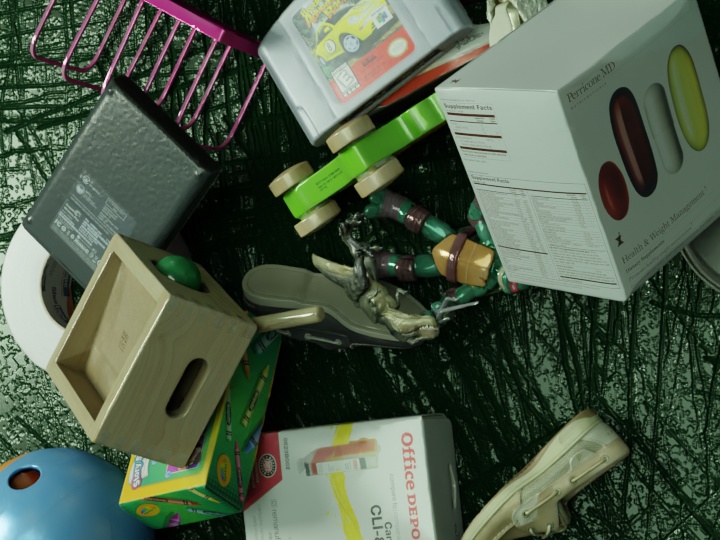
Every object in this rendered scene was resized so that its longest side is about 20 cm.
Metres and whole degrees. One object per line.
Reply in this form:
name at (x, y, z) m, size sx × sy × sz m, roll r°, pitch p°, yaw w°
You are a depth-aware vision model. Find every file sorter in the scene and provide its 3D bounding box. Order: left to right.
file sorter at (-0.215, -0.222, 1.622) m, size 0.200 × 0.139 × 0.125 m, roll 30°, pitch 99°, yaw 19°

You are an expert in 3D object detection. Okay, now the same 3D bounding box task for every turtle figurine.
turtle figurine at (0.093, -0.011, 1.522) m, size 0.200 × 0.101 × 0.150 m, roll 17°, pitch 86°, yaw 33°

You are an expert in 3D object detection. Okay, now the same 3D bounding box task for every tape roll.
tape roll at (-0.277, 0.016, 1.670) m, size 0.200 × 0.066 × 0.200 m, roll -1°, pitch 88°, yaw 20°

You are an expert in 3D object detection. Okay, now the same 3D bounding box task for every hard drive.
hard drive at (-0.240, -0.074, 1.573) m, size 0.140 × 0.033 × 0.200 m, roll 44°, pitch 119°, yaw 10°

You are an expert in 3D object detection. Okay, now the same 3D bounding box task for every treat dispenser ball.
treat dispenser ball at (-0.307, 0.279, 1.595) m, size 0.201 × 0.201 × 0.201 m, roll -1°, pitch 87°, yaw 20°

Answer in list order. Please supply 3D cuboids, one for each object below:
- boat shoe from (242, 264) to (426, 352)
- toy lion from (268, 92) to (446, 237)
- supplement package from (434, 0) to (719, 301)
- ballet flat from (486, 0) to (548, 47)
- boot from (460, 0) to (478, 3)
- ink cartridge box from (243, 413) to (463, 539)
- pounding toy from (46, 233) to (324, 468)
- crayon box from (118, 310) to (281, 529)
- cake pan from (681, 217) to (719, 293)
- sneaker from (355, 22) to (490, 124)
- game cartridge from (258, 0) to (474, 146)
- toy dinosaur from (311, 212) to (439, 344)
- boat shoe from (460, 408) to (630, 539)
boat shoe at (-0.023, 0.047, 1.593) m, size 0.200 × 0.073 × 0.063 m, roll 13°, pitch 135°, yaw 15°
toy lion at (0.031, -0.125, 1.524) m, size 0.069 × 0.192 × 0.200 m, roll 57°, pitch 146°, yaw -2°
supplement package at (0.206, -0.114, 1.369) m, size 0.147 × 0.191 × 0.200 m, roll 10°, pitch 131°, yaw 50°
ballet flat at (0.147, -0.174, 1.471) m, size 0.072 × 0.072 × 0.200 m, roll -10°, pitch 85°, yaw 19°
boot at (0.116, -0.322, 1.557) m, size 0.200 × 0.075 × 0.097 m, roll 2°, pitch 70°, yaw 19°
ink cartridge box at (-0.010, 0.221, 1.554) m, size 0.200 × 0.083 × 0.145 m, roll -9°, pitch 84°, yaw 19°
pounding toy at (-0.169, 0.068, 1.498) m, size 0.200 × 0.142 × 0.184 m, roll -61°, pitch 35°, yaw 9°
crayon box at (-0.156, 0.147, 1.558) m, size 0.119 × 0.058 × 0.200 m, roll -17°, pitch 47°, yaw 36°
cake pan at (0.382, -0.065, 1.454) m, size 0.200 × 0.037 × 0.200 m, roll -1°, pitch 87°, yaw 20°
sneaker at (0.060, -0.231, 1.562) m, size 0.201 × 0.067 × 0.108 m, roll -25°, pitch 82°, yaw 19°
game cartridge at (-0.002, -0.230, 1.537) m, size 0.200 × 0.041 × 0.133 m, roll -36°, pitch 73°, yaw 21°
toy dinosaur at (0.000, 0.000, 1.515) m, size 0.200 × 0.047 × 0.088 m, roll 38°, pitch 140°, yaw 45°
boat shoe at (0.170, 0.222, 1.498) m, size 0.200 × 0.072 × 0.065 m, roll -46°, pitch 74°, yaw 5°
